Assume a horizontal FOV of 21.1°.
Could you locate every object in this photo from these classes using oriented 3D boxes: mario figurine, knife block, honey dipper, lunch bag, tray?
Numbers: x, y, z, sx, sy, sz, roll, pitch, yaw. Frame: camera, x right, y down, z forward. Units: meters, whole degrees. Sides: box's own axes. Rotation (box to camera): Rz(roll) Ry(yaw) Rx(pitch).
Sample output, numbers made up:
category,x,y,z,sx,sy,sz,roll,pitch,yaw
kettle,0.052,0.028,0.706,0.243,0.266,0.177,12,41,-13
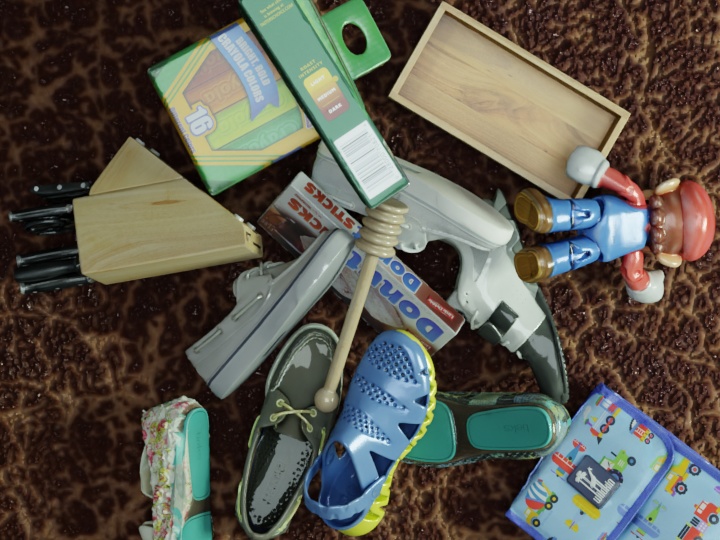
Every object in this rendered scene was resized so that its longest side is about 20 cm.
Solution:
category,x,y,z,sx,sy,sz,roll,pitch,yaw
mario figurine,0.225,-0.038,1.735,0.198,0.107,0.124,-5,139,-23
knife block,-0.211,-0.018,1.712,0.199,0.064,0.176,37,91,14
honey dipper,-0.002,0.033,1.701,0.038,0.038,0.202,15,106,-3
lunch bag,0.242,0.212,1.769,0.199,0.094,0.151,36,93,8
tray,0.134,-0.150,1.757,0.199,0.037,0.099,30,92,-3

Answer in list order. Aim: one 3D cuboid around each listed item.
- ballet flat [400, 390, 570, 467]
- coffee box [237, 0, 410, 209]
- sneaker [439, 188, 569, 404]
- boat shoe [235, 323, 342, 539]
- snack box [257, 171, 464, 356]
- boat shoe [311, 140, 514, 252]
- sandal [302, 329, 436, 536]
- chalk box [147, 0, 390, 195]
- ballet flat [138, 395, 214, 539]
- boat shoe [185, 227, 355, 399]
category,x,y,z,sx,sy,sz,roll,pitch,yaw
ballet flat,0.099,0.141,1.751,0.198,0.074,0.075,2,94,29
coffee box,-0.031,-0.146,1.586,0.044,0.123,0.201,-33,94,0
sneaker,0.125,0.036,1.752,0.088,0.074,0.202,-23,84,-1
boat shoe,-0.063,0.148,1.753,0.071,0.060,0.204,18,93,-3
snack box,0.000,0.000,1.744,0.200,0.072,0.024,42,48,-4
boat shoe,0.040,-0.054,1.721,0.199,0.072,0.069,25,105,15
sandal,0.005,0.149,1.718,0.079,0.087,0.202,24,103,28
chalk box,-0.071,-0.167,1.703,0.199,0.124,0.126,-29,95,0
ballet flat,-0.170,0.214,1.759,0.063,0.075,0.202,1,89,28
boat shoe,-0.084,0.026,1.726,0.066,0.072,0.200,44,118,7
